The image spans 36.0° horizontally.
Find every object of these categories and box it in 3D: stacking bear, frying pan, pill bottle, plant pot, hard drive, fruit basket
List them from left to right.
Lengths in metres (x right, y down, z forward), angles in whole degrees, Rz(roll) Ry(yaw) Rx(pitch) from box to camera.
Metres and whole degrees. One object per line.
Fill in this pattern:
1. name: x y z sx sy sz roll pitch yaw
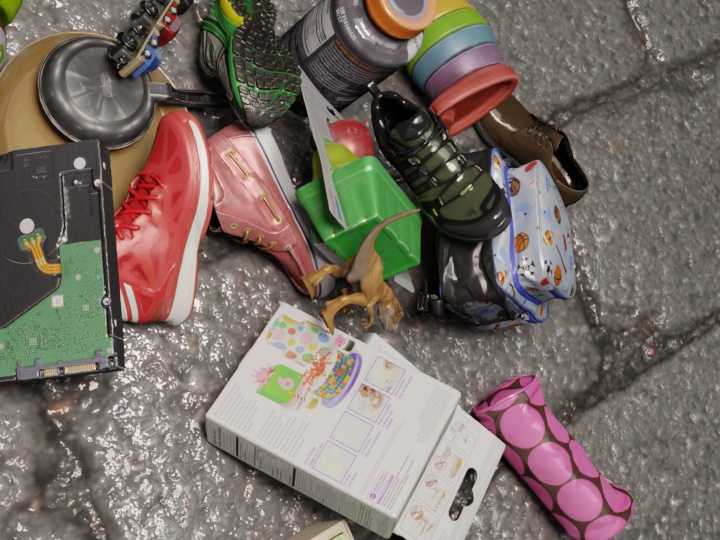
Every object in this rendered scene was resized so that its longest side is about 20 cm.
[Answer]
1. hard drive: -0.279 -0.005 0.954 0.139 0.038 0.201 -8 78 3
2. plant pot: -0.256 -0.130 1.059 0.199 0.027 0.201 10 71 -31
3. frying pan: -0.214 -0.158 1.064 0.189 0.031 0.115 21 66 -23
4. fruit basket: -0.013 -0.090 1.120 0.185 0.094 0.200 45 19 -53
5. pill bottle: -0.005 -0.240 1.147 0.106 0.200 0.107 10 71 -30
6. stacking bear: 0.085 -0.271 1.272 0.113 0.121 0.200 -31 79 5

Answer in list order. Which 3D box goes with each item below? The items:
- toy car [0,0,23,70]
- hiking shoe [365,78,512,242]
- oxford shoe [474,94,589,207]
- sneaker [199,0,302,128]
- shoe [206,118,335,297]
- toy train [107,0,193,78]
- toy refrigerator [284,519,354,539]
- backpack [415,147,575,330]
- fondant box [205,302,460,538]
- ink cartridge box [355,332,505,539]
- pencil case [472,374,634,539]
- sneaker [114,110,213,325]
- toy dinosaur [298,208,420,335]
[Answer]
1. toy car: -0.355 -0.233 0.920 0.157 0.200 0.165 30 62 -22
2. hiking shoe: 0.067 -0.106 1.089 0.076 0.200 0.101 -44 147 0
3. oxford shoe: 0.206 -0.164 1.332 0.200 0.084 0.073 47 58 -10
4. sneaker: -0.115 -0.203 1.103 0.078 0.085 0.200 18 37 -30
5. shoe: -0.103 -0.047 1.099 0.091 0.071 0.201 -32 109 -24
6. toy train: -0.199 -0.245 1.090 0.046 0.034 0.200 45 34 -23
7. toy refrigerator: -0.016 0.344 1.043 0.076 0.070 0.201 -22 88 -35
8. backpack: 0.151 -0.026 1.194 0.191 0.153 0.201 45 46 -65
9. fondant box: -0.025 0.139 1.052 0.199 0.058 0.144 27 58 10
10. ink cartridge box: 0.038 0.188 1.140 0.200 0.057 0.163 43 57 -20
11. pencil case: 0.215 0.203 1.224 0.094 0.091 0.200 -41 97 -35
12. sneaker: -0.203 -0.047 1.002 0.115 0.078 0.201 -1 97 -37
13. toy dinosaur: 0.000 0.000 1.046 0.106 0.200 0.060 -30 64 -11
